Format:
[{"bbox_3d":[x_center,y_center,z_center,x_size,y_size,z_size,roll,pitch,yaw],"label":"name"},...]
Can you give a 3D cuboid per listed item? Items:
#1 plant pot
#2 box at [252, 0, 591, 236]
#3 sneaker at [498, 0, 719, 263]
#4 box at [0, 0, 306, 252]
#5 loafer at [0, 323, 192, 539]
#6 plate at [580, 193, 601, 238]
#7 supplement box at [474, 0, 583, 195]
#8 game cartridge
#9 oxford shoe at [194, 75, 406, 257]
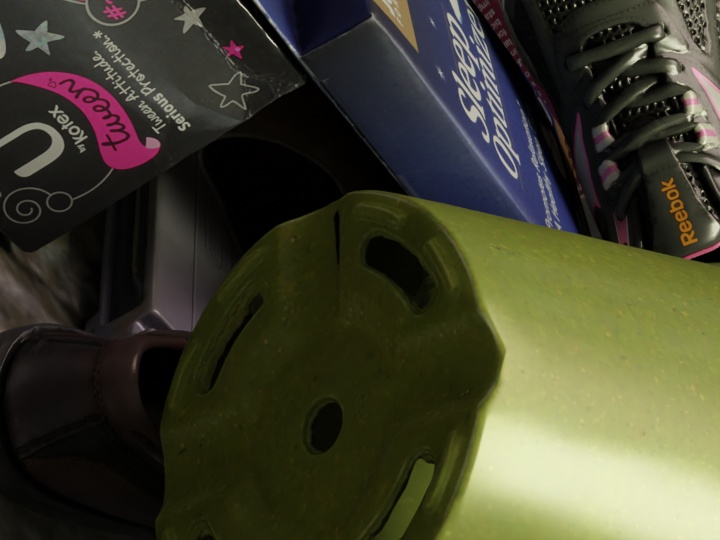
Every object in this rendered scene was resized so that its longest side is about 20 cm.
[{"bbox_3d":[0.053,0.063,0.668,0.190,0.200,0.200,24,37,-39],"label":"plant pot"},{"bbox_3d":[0.020,-0.066,0.809,0.200,0.032,0.121,49,20,-37],"label":"box"},{"bbox_3d":[0.108,-0.041,0.848,0.200,0.080,0.086,60,15,-21],"label":"sneaker"},{"bbox_3d":[-0.122,-0.129,0.748,0.200,0.115,0.132,49,20,-35],"label":"box"},{"bbox_3d":[-0.025,0.055,0.735,0.200,0.063,0.072,16,67,-47],"label":"loafer"},{"bbox_3d":[0.135,0.056,1.045,0.032,0.200,0.200,-31,90,-30],"label":"plate"},{"bbox_3d":[0.089,-0.090,1.181,0.131,0.103,0.200,-11,68,-45],"label":"supplement box"},{"bbox_3d":[-0.042,0.014,0.863,0.130,0.038,0.200,53,19,-31],"label":"game cartridge"},{"bbox_3d":[0.000,0.000,0.864,0.200,0.073,0.084,48,42,-32],"label":"oxford shoe"}]
